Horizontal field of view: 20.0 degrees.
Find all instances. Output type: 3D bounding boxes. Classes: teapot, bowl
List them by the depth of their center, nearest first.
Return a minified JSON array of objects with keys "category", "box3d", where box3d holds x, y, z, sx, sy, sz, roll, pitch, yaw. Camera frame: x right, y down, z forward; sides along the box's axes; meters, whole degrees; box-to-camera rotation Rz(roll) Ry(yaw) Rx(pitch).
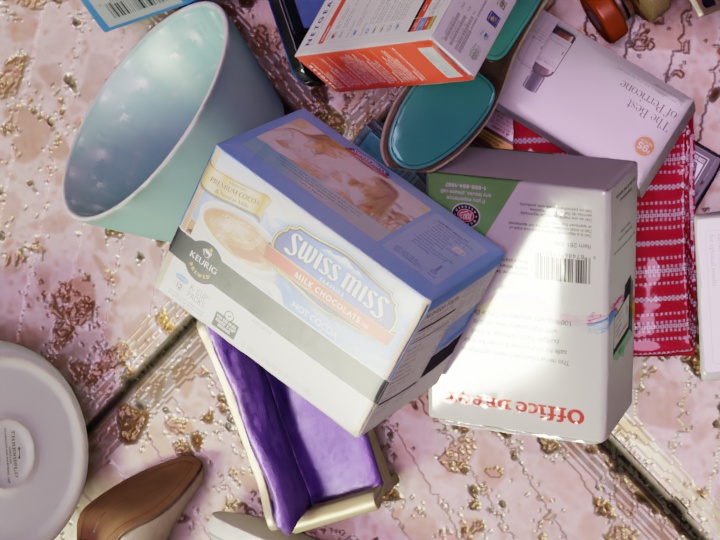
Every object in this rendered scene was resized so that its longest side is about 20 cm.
[{"category":"bowl","box3d":[-0.135,-0.100,1.615,0.105,0.201,0.201,36,99,-30]},{"category":"teapot","box3d":[-0.329,0.153,1.665,0.145,0.197,0.201,-6,48,45]}]

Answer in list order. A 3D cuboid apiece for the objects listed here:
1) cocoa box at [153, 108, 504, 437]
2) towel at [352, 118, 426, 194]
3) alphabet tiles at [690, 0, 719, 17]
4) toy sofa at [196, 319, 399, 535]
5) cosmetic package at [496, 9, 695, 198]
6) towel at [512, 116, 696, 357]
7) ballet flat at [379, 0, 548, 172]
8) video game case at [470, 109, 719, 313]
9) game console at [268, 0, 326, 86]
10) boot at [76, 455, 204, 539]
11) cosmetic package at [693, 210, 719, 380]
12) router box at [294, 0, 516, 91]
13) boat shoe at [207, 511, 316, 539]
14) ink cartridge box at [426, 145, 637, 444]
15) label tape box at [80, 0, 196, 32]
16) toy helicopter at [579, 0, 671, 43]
[{"category":"cocoa box","box3d":[-0.022,-0.003,1.490,0.200,0.133,0.132,36,120,15]},{"category":"towel","box3d":[0.000,0.000,1.645,0.147,0.022,0.200,44,109,7]},{"category":"alphabet tiles","box3d":[0.234,-0.289,1.551,0.006,0.166,0.201,-33,85,43]},{"category":"toy sofa","box3d":[-0.048,0.103,1.620,0.082,0.098,0.201,-18,93,21]},{"category":"cosmetic package","box3d":[0.152,-0.144,1.570,0.199,0.051,0.083,32,92,12]},{"category":"towel","box3d":[0.191,-0.032,1.601,0.143,0.022,0.202,-1,92,11]},{"category":"ballet flat","box3d":[0.082,-0.153,1.526,0.067,0.062,0.201,36,86,-6]},{"category":"video game case","box3d":[0.160,-0.060,1.630,0.199,0.025,0.182,30,96,7]},{"category":"game console","box3d":[0.009,-0.263,1.610,0.118,0.170,0.201,-21,87,37]},{"category":"boot","box3d":[-0.189,0.263,1.673,0.199,0.070,0.147,-33,118,-28]},{"category":"cosmetic package","box3d":[0.350,0.009,1.507,0.198,0.199,0.124,-3,91,10]},{"category":"router box","box3d":[0.059,-0.232,1.515,0.049,0.179,0.201,38,71,-29]},{"category":"boat shoe","box3d":[-0.039,0.260,1.658,0.199,0.072,0.069,24,96,0]},{"category":"ink cartridge box","box3d":[0.130,0.017,1.546,0.144,0.084,0.202,7,111,22]},{"category":"label tape box","box3d":[-0.167,-0.309,1.654,0.142,0.066,0.201,-18,60,11]},{"category":"toy helicopter","box3d":[0.175,-0.279,1.568,0.079,0.132,0.201,-33,80,1]}]
